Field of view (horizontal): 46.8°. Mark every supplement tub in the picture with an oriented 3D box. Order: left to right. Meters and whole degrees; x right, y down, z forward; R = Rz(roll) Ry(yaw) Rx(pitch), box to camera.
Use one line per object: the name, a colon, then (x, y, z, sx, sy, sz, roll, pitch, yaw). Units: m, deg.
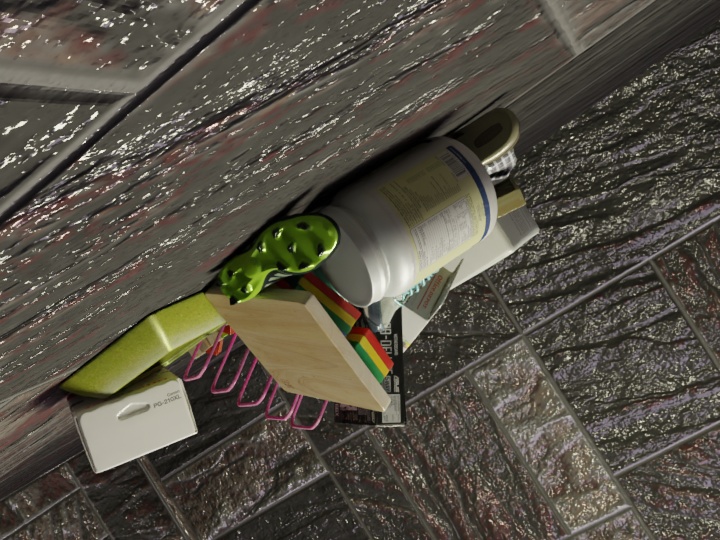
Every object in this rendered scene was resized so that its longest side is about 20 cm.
supplement tub: (0.051, -0.059, 1.003, 0.199, 0.146, 0.145, -32, 178, -25)

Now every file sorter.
file sorter: (-0.145, 0.143, 1.236, 0.139, 0.199, 0.126, -20, -135, 65)

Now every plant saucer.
plant saucer: (-0.266, 0.098, 1.106, 0.199, 0.048, 0.199, -34, 178, 28)

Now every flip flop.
flip flop: (0.129, -0.151, 1.139, 0.199, 0.082, 0.057, -36, 160, 24)

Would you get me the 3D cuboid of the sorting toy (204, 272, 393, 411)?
sorting toy: (-0.068, 0.078, 1.063, 0.199, 0.199, 0.070, 3, -133, 46)

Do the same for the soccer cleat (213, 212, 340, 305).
soccer cleat: (-0.089, -0.023, 0.939, 0.199, 0.068, 0.081, -27, -167, 41)

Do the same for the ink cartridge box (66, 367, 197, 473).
ink cartridge box: (-0.325, 0.200, 1.166, 0.144, 0.085, 0.200, -20, -173, -21)

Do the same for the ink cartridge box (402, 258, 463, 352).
ink cartridge box: (0.075, 0.054, 1.297, 0.116, 0.067, 0.200, -59, -179, -42)

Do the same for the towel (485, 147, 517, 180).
towel: (0.157, -0.153, 1.301, 0.165, 0.086, 0.200, -33, 178, 7)

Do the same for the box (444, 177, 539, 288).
box: (0.180, -0.090, 1.532, 0.199, 0.200, 0.171, -34, 177, 31)

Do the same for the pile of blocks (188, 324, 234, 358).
pile of blocks: (-0.246, 0.106, 1.449, 0.082, 0.062, 0.200, -31, 178, -38)

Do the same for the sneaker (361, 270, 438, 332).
sneaker: (0.059, -0.007, 1.089, 0.085, 0.078, 0.201, 7, -125, 22)

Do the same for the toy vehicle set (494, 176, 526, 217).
toy vehicle set: (0.156, -0.081, 1.289, 0.199, 0.027, 0.124, -26, -169, 10)

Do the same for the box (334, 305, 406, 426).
box: (0.009, 0.128, 1.235, 0.049, 0.202, 0.157, 2, 171, -24)

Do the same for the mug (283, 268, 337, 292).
mug: (-0.033, -0.015, 1.144, 0.184, 0.115, 0.152, -33, 178, 17)
